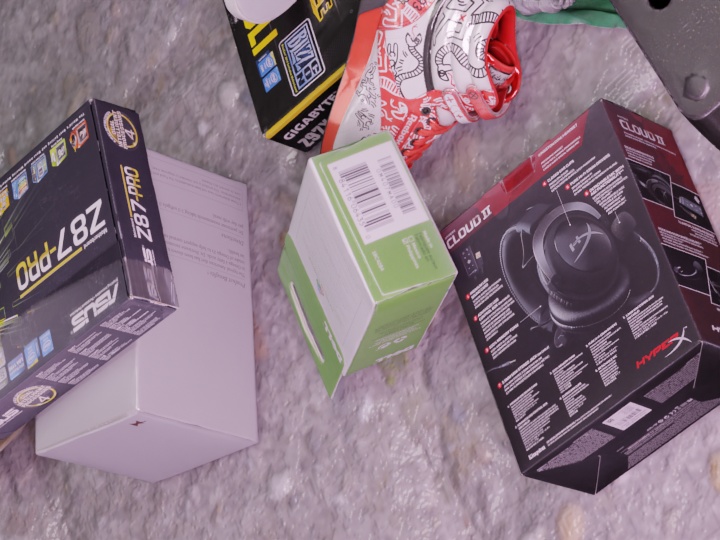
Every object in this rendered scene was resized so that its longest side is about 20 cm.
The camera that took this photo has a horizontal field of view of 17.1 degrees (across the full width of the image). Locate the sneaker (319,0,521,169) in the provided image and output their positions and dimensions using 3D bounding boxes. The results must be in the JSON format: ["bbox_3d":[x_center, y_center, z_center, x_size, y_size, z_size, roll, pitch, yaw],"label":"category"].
[{"bbox_3d":[0.041,-0.103,1.589,0.107,0.067,0.203,23,115,20],"label":"sneaker"}]

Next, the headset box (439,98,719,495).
[{"bbox_3d":[0.140,0.008,1.448,0.149,0.077,0.201,-40,51,29],"label":"headset box"}]

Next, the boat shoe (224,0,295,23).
[{"bbox_3d":[-0.055,-0.267,1.680,0.063,0.071,0.201,13,78,45],"label":"boat shoe"}]

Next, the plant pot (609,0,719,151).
[{"bbox_3d":[0.230,-0.172,1.304,0.200,0.177,0.200,-40,71,30],"label":"plant pot"}]

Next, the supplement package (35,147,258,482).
[{"bbox_3d":[-0.154,0.033,1.708,0.117,0.116,0.202,-22,61,38],"label":"supplement package"}]

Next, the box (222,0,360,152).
[{"bbox_3d":[-0.026,-0.209,1.710,0.159,0.049,0.201,-39,52,32],"label":"box"}]

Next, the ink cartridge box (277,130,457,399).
[{"bbox_3d":[0.000,0.000,1.556,0.200,0.059,0.104,112,135,-68],"label":"ink cartridge box"}]

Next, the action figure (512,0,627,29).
[{"bbox_3d":[0.145,-0.197,1.532,0.199,0.054,0.119,3,81,50],"label":"action figure"}]

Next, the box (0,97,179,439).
[{"bbox_3d":[-0.216,0.001,1.661,0.200,0.049,0.162,-35,57,34],"label":"box"}]

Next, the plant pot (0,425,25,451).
[{"bbox_3d":[-0.320,0.082,1.831,0.134,0.200,0.201,43,112,6],"label":"plant pot"}]
